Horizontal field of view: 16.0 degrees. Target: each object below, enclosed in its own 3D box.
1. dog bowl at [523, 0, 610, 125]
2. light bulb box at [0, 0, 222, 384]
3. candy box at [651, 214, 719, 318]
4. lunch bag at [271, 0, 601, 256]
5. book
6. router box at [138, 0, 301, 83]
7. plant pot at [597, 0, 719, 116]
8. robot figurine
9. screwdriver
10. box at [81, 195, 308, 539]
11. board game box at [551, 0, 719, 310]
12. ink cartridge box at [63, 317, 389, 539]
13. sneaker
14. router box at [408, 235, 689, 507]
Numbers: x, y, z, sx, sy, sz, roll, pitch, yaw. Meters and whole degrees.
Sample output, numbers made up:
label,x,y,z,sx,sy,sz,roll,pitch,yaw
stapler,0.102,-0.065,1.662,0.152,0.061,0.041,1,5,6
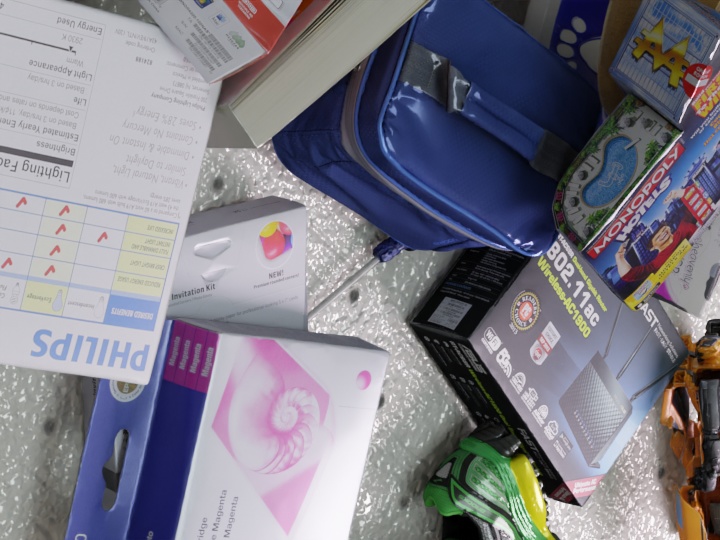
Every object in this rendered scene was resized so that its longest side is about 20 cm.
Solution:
label,x,y,z,sx,sy,sz,roll,pitch,yaw
dog bowl,0.193,-0.183,1.744,0.200,0.079,0.201,-45,150,-35
light bulb box,-0.201,-0.056,1.416,0.198,0.125,0.201,11,95,-46
candy box,0.263,-0.080,1.820,0.200,0.061,0.137,-55,165,-48
lunch bag,0.050,-0.100,1.620,0.200,0.132,0.136,30,72,-39
book,-0.040,-0.144,1.538,0.200,0.133,0.048,-46,116,-26
router box,-0.098,-0.234,1.427,0.200,0.049,0.180,49,40,-20
plant pot,0.216,-0.184,1.662,0.200,0.027,0.201,-44,148,-37
robot figurine,0.259,0.138,1.929,0.145,0.058,0.201,-70,155,-62
screwdriver,0.000,0.000,1.696,0.200,0.028,0.029,-38,154,-28
box,-0.101,0.067,1.603,0.156,0.041,0.201,-16,113,-37
board game box,0.193,-0.091,1.609,0.200,0.062,0.200,-50,154,0
ink cartridge box,-0.083,0.132,1.583,0.199,0.043,0.197,7,98,-43
sneaker,0.097,0.207,1.823,0.085,0.078,0.201,-35,117,-20
router box,0.137,0.048,1.813,0.150,0.062,0.200,-53,132,-21
